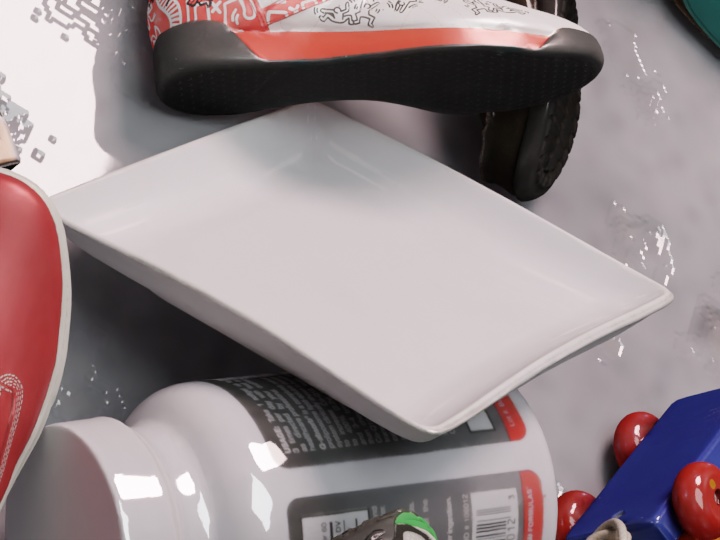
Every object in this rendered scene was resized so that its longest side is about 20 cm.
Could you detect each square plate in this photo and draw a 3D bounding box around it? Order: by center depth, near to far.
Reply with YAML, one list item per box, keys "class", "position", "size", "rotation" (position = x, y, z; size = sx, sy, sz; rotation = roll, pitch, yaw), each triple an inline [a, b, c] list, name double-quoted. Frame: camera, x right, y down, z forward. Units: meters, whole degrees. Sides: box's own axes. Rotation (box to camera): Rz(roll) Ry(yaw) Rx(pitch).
- class: "square plate"
  position: [0.000, 0.000, 1.114]
  size: [0.200, 0.028, 0.198]
  rotation: [29, 30, 24]

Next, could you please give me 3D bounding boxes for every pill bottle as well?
- class: "pill bottle"
  position: [-0.031, 0.098, 1.070]
  size: [0.200, 0.116, 0.116]
  rotation: [-4, 72, -35]

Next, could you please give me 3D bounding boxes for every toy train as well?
- class: "toy train"
  position: [0.139, 0.142, 1.178]
  size: [0.200, 0.085, 0.116]
  rotation: [-44, 110, -48]

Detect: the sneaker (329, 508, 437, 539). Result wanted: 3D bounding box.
- class: "sneaker"
  position: [0.018, 0.172, 1.016]
  size: [0.078, 0.200, 0.085]
  rotation: [-25, 41, -19]

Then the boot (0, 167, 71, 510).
- class: "boot"
  position: [-0.150, 0.058, 0.946]
  size: [0.072, 0.144, 0.200]
  rotation: [15, 87, -4]

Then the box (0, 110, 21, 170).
- class: "box"
  position: [-0.241, -0.066, 1.054]
  size: [0.200, 0.035, 0.110]
  rotation: [-16, 79, -37]

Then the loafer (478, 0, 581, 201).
- class: "loafer"
  position: [0.066, -0.127, 1.275]
  size: [0.071, 0.073, 0.200]
  rotation: [-1, 72, 12]

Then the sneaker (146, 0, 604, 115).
- class: "sneaker"
  position: [0.005, -0.129, 1.195]
  size: [0.201, 0.067, 0.108]
  rotation: [-2, 66, -8]

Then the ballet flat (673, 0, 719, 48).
- class: "ballet flat"
  position: [0.173, -0.171, 1.361]
  size: [0.200, 0.071, 0.065]
  rotation: [41, 38, -17]
